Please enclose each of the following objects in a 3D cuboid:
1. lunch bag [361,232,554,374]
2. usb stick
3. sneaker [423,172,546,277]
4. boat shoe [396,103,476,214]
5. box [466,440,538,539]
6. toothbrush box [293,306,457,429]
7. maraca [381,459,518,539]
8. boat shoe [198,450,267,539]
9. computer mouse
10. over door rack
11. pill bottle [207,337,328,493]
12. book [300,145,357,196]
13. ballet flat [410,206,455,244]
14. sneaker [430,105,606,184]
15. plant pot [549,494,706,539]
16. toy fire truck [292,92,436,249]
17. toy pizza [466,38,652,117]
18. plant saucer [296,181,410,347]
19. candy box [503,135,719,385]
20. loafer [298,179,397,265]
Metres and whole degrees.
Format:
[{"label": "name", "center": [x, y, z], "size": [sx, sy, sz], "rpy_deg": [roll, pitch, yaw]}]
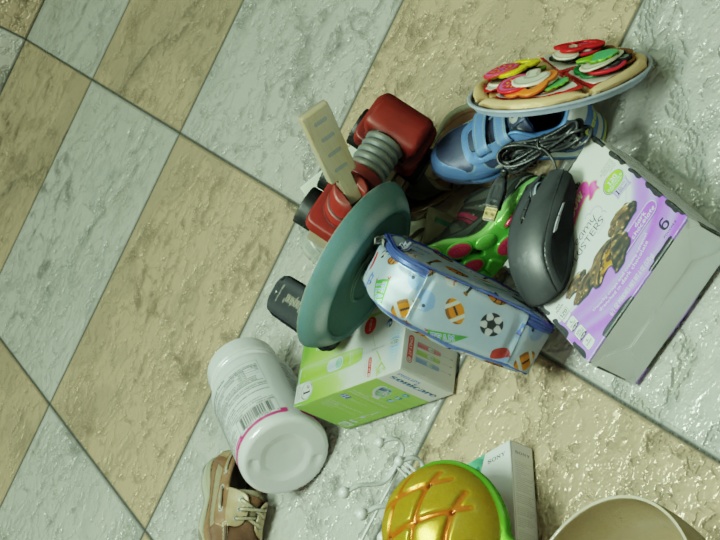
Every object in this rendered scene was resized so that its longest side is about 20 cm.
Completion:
[{"label": "lunch bag", "center": [0.094, 0.029, 1.606], "size": [0.076, 0.199, 0.160], "rpy_deg": [-62, 9, 9]}, {"label": "usb stick", "center": [-0.064, 0.049, 1.842], "size": [0.056, 0.032, 0.200], "rpy_deg": [-69, 24, 3]}, {"label": "sneaker", "center": [0.130, -0.038, 1.714], "size": [0.199, 0.077, 0.084], "rpy_deg": [-31, 23, 3]}, {"label": "boat shoe", "center": [0.107, -0.125, 1.823], "size": [0.200, 0.075, 0.072], "rpy_deg": [-42, 26, 49]}, {"label": "box", "center": [0.118, 0.288, 1.566], "size": [0.144, 0.036, 0.201], "rpy_deg": [-36, 40, 39]}, {"label": "toothbrush box", "center": [0.022, 0.084, 1.803], "size": [0.199, 0.086, 0.147], "rpy_deg": [-22, 51, 47]}, {"label": "maraca", "center": [0.093, 0.265, 1.489], "size": [0.138, 0.107, 0.200], "rpy_deg": [-56, 45, 10]}, {"label": "boat shoe", "center": [-0.153, 0.299, 1.923], "size": [0.072, 0.075, 0.201], "rpy_deg": [-41, 40, 27]}, {"label": "computer mouse", "center": [0.162, -0.058, 1.584], "size": [0.140, 0.046, 0.202], "rpy_deg": [-14, 58, 51]}, {"label": "over door rack", "center": [0.017, 0.287, 1.644], "size": [0.148, 0.066, 0.202], "rpy_deg": [-145, 71, -69]}, {"label": "pill bottle", "center": [-0.120, 0.174, 1.931], "size": [0.114, 0.113, 0.200], "rpy_deg": [-56, 32, 15]}, {"label": "book", "center": [-0.005, -0.129, 1.899], "size": [0.133, 0.048, 0.200], "rpy_deg": [-40, -2, 4]}, {"label": "ballet flat", "center": [0.040, -0.015, 1.862], "size": [0.200, 0.069, 0.070], "rpy_deg": [-37, 41, 39]}, {"label": "sneaker", "center": [0.162, -0.151, 1.692], "size": [0.198, 0.082, 0.075], "rpy_deg": [-15, 63, 22]}, {"label": "plant pot", "center": [0.243, 0.299, 1.274], "size": [0.200, 0.134, 0.202], "rpy_deg": [-34, 44, 41]}, {"label": "toy fire truck", "center": [0.000, -0.126, 1.683], "size": [0.177, 0.128, 0.200], "rpy_deg": [-56, -3, -18]}, {"label": "toy pizza", "center": [0.207, -0.209, 1.648], "size": [0.200, 0.199, 0.032], "rpy_deg": [22, 131, 59]}, {"label": "plant saucer", "center": [0.000, 0.000, 1.675], "size": [0.027, 0.200, 0.201], "rpy_deg": [30, 96, 18]}, {"label": "candy box", "center": [0.248, -0.014, 1.538], "size": [0.168, 0.071, 0.200], "rpy_deg": [-58, 32, 14]}, {"label": "loafer", "center": [0.006, -0.066, 1.863], "size": [0.200, 0.070, 0.070], "rpy_deg": [-39, -6, -48]}]
